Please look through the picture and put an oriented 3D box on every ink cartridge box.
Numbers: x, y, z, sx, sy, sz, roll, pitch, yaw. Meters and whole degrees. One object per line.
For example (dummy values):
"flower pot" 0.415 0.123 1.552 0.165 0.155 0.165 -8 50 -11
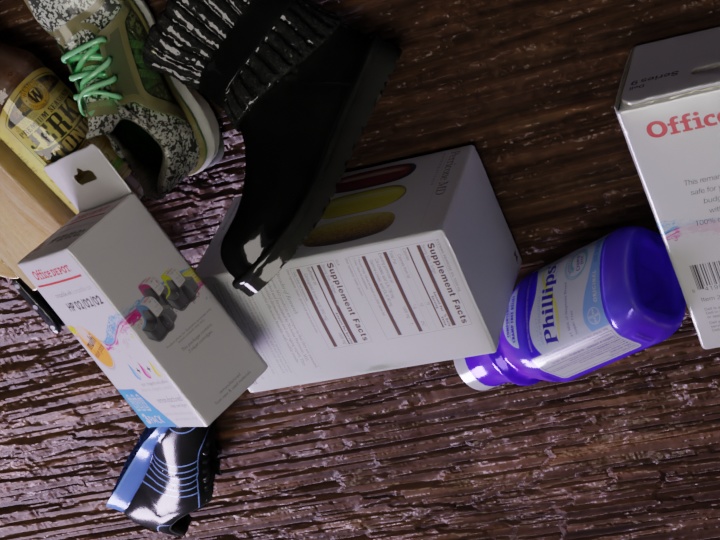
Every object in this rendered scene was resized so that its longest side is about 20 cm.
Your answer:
"ink cartridge box" -0.168 0.015 1.199 0.200 0.068 0.115 54 154 -13
"ink cartridge box" 0.268 -0.060 1.111 0.145 0.088 0.200 -12 123 25

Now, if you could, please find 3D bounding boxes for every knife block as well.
"knife block" -0.232 -0.043 1.302 0.175 0.064 0.200 11 127 9

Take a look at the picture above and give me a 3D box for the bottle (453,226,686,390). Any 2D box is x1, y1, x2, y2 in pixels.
"bottle" 0.145 0.036 1.218 0.065 0.084 0.200 20 150 -30

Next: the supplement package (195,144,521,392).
"supplement package" 0.000 0.000 1.225 0.200 0.114 0.110 -11 122 24

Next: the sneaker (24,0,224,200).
"sneaker" -0.176 -0.133 1.199 0.077 0.089 0.200 -26 114 32

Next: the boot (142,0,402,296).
"boot" -0.083 -0.104 1.142 0.158 0.211 0.079 29 166 -9

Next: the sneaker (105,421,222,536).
"sneaker" -0.146 0.153 1.420 0.078 0.070 0.200 27 135 -8

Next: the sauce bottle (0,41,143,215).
"sauce bottle" -0.242 -0.117 1.249 0.065 0.065 0.200 -32 112 34
